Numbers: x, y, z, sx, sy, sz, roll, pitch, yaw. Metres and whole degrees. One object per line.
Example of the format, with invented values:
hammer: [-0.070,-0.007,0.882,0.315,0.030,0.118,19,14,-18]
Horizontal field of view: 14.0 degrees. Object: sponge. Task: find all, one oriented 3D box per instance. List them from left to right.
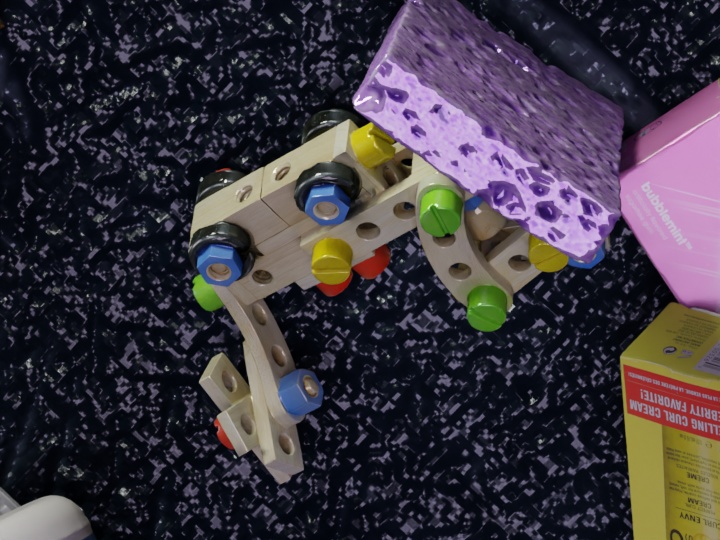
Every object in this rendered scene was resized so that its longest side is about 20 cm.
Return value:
sponge: [0.056,-0.066,1.209,0.111,0.200,0.030,34,104,-4]

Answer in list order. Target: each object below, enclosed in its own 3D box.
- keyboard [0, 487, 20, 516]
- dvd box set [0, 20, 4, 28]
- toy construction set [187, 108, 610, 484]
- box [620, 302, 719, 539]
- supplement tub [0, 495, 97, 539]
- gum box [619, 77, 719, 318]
keyboard: [-0.206,0.099,1.357,0.200,0.011,0.056,44,101,-7]
dvd box set: [-0.262,-0.170,1.287,0.146,0.029,0.201,-23,100,7]
toy construction set: [0.000,0.000,1.290,0.200,0.092,0.131,-37,123,17]
box: [0.161,0.115,1.277,0.075,0.050,0.201,16,129,31]
supplement tub: [-0.150,0.215,1.288,0.144,0.145,0.201,-25,90,8]
gum box: [0.205,0.007,1.286,0.113,0.066,0.200,-32,100,11]
